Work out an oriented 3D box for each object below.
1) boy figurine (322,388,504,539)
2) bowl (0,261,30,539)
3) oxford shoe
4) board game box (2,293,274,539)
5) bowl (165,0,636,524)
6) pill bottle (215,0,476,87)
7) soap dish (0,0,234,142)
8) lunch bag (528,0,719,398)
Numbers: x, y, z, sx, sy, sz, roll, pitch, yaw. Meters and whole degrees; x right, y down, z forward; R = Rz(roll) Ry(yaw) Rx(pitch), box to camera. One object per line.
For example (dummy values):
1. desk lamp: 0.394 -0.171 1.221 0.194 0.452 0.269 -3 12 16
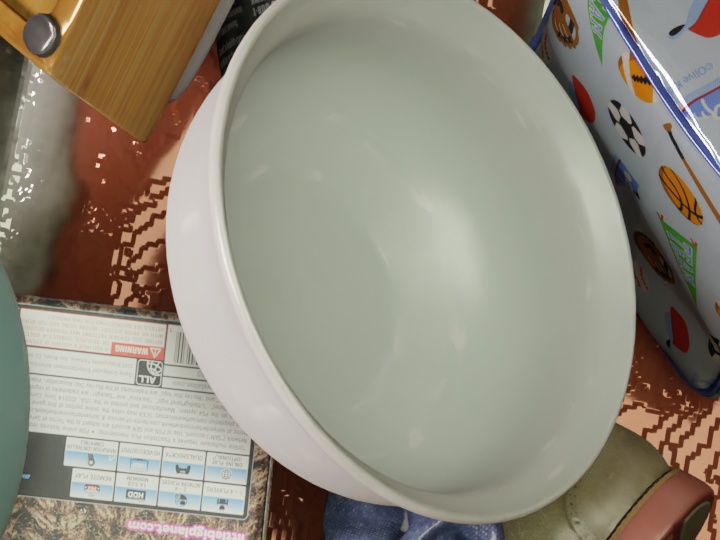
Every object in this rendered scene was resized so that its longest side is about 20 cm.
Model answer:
1. boy figurine: 0.018 0.143 1.069 0.124 0.064 0.201 -4 62 20
2. bowl: -0.225 0.048 1.012 0.200 0.105 0.202 -7 76 29
3. oxford shoe: 0.050 0.141 1.135 0.075 0.071 0.200 40 76 20
4. board game box: -0.119 0.115 1.095 0.158 0.097 0.201 7 82 -5
5. bowl: 0.000 0.000 1.039 0.200 0.090 0.202 16 65 -38
6. pill bottle: -0.017 -0.164 1.138 0.106 0.106 0.201 -9 84 -7
7. soap dish: -0.098 -0.174 1.083 0.157 0.081 0.201 40 111 30
8. lunch bag: 0.132 -0.039 1.095 0.075 0.200 0.161 -31 74 -11
